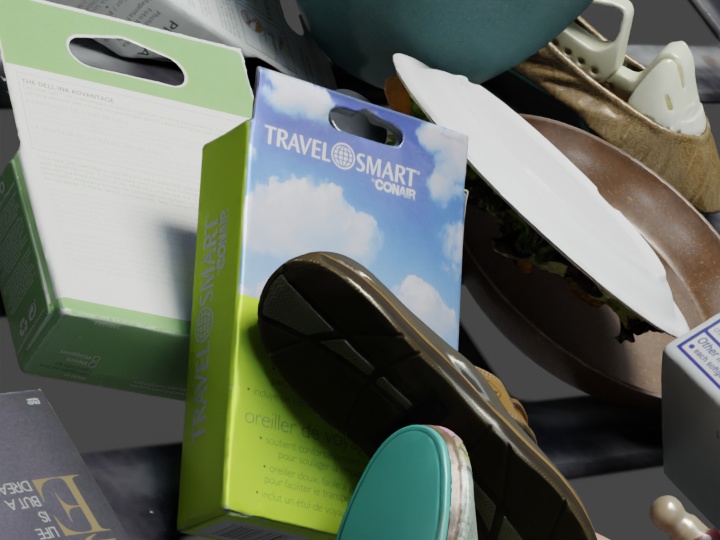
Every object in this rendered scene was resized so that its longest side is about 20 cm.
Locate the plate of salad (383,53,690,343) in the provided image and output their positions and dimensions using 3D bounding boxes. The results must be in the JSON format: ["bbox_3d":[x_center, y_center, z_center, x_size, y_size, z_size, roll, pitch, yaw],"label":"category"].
[{"bbox_3d":[0.083,-0.030,1.391,0.200,0.048,0.200,42,10,-9],"label":"plate of salad"}]

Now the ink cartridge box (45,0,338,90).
[{"bbox_3d":[-0.106,-0.166,1.479,0.200,0.057,0.163,36,27,-41],"label":"ink cartridge box"}]

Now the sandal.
[{"bbox_3d":[0.034,0.070,1.195,0.200,0.082,0.055,49,30,-5],"label":"sandal"}]

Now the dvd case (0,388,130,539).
[{"bbox_3d":[-0.139,0.131,1.103,0.148,0.016,0.200,-5,52,-45],"label":"dvd case"}]

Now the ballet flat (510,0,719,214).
[{"bbox_3d":[0.138,-0.114,1.580,0.200,0.072,0.068,40,32,3],"label":"ballet flat"}]

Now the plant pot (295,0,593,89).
[{"bbox_3d":[0.036,-0.172,1.485,0.199,0.135,0.200,15,34,-11],"label":"plant pot"}]

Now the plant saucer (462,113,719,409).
[{"bbox_3d":[0.120,0.001,1.476,0.200,0.035,0.201,23,37,-18],"label":"plant saucer"}]

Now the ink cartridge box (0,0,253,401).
[{"bbox_3d":[-0.102,-0.031,1.300,0.145,0.048,0.200,11,42,-33],"label":"ink cartridge box"}]

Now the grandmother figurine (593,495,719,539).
[{"bbox_3d":[0.141,0.160,1.289,0.199,0.061,0.122,25,63,-23],"label":"grandmother figurine"}]

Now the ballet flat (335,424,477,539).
[{"bbox_3d":[0.017,0.163,1.132,0.071,0.069,0.201,37,55,-37],"label":"ballet flat"}]

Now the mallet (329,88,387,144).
[{"bbox_3d":[0.000,0.000,1.340,0.041,0.066,0.200,14,40,-32],"label":"mallet"}]

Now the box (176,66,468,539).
[{"bbox_3d":[-0.014,0.024,1.238,0.122,0.048,0.201,16,66,-32],"label":"box"}]

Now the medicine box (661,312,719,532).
[{"bbox_3d":[0.276,0.076,1.359,0.200,0.103,0.182,-29,52,-19],"label":"medicine box"}]
